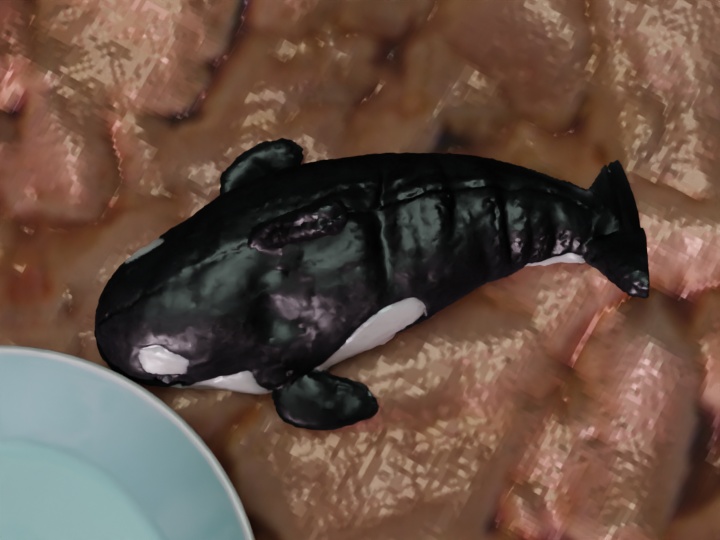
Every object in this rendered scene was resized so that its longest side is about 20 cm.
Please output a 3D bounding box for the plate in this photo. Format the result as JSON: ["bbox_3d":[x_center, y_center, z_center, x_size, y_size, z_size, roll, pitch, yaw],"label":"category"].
[{"bbox_3d":[-0.129,0.127,0.781,0.199,0.026,0.202,-1,80,6],"label":"plate"}]

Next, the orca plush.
[{"bbox_3d":[0.000,0.000,0.764,0.198,0.071,0.106,2,80,7],"label":"orca plush"}]
